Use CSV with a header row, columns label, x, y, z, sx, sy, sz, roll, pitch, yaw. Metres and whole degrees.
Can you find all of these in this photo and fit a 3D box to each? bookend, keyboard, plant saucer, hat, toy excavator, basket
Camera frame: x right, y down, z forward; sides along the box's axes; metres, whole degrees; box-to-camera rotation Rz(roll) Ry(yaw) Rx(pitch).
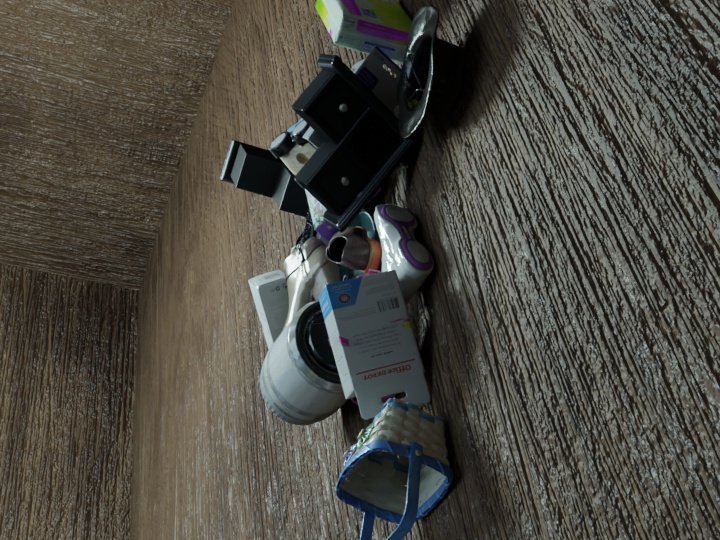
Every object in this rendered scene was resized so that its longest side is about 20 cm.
label,x,y,z,sx,sy,sz,roll,pitch,yaw
bookend,-0.046,-0.210,1.669,0.199,0.200,0.092,-49,22,-3
keyboard,-0.116,-0.038,1.961,0.104,0.039,0.204,120,161,-61
bookend,-0.174,-0.178,2.109,0.094,0.195,0.200,-69,23,15
plant saucer,0.000,0.000,1.777,0.199,0.035,0.204,-167,89,-70
hat,0.117,-0.300,1.571,0.200,0.079,0.205,-172,90,-77
toy excavator,-0.048,-0.271,1.830,0.193,0.100,0.202,-21,32,42
basket,0.040,0.292,1.358,0.202,0.137,0.177,-85,20,-46

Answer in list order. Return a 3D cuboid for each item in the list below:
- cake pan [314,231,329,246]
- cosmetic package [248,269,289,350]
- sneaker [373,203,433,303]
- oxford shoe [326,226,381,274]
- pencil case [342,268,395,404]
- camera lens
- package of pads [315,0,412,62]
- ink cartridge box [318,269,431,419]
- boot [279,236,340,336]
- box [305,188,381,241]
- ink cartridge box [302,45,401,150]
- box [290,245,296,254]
label,x,y,z,sx,sy,sz,roll,pitch,yaw
cake pan,-0.077,-0.026,1.945,0.200,0.036,0.205,-168,89,-81
cosmetic package,-0.148,0.108,1.936,0.102,0.073,0.204,-154,49,-73
sneaker,0.052,-0.031,1.598,0.202,0.073,0.101,-106,35,-52
oxford shoe,-0.026,-0.042,1.714,0.200,0.071,0.073,-158,81,-71
pencil case,0.018,0.104,1.596,0.094,0.089,0.204,118,153,-58
camera lens,-0.072,0.156,1.707,0.200,0.157,0.163,131,145,-52
package of pads,0.012,-0.450,1.824,0.201,0.151,0.069,-111,36,-54
ink cartridge box,0.020,0.113,1.490,0.068,0.113,0.204,126,131,-68
boot,-0.107,0.045,1.832,0.200,0.070,0.148,-42,56,23
box,-0.037,-0.156,1.868,0.137,0.039,0.201,-44,28,16
ink cartridge box,-0.004,-0.278,1.752,0.201,0.099,0.039,-53,25,-2
box,-0.121,0.044,2.079,0.110,0.034,0.204,152,127,-64
